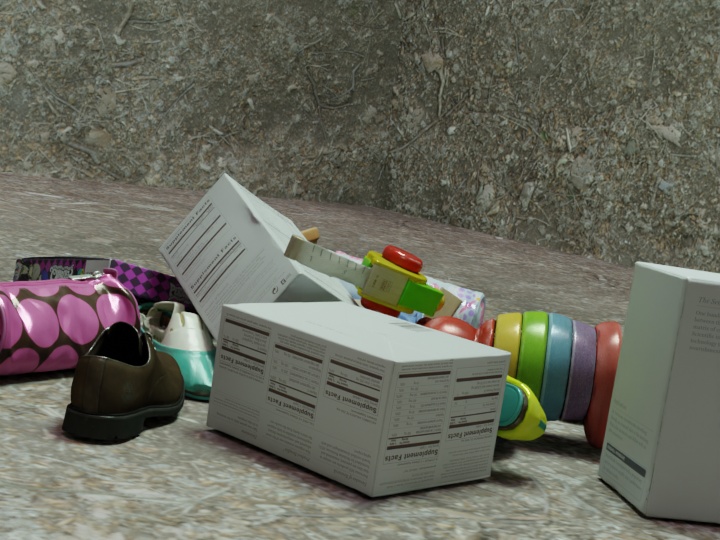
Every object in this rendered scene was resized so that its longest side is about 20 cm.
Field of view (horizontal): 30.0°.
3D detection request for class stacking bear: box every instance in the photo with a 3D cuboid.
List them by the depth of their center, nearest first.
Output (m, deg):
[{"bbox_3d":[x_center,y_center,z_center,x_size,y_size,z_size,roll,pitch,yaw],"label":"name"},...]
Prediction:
[{"bbox_3d":[0.148,0.092,1.309,0.199,0.122,0.114,7,-28,5],"label":"stacking bear"}]

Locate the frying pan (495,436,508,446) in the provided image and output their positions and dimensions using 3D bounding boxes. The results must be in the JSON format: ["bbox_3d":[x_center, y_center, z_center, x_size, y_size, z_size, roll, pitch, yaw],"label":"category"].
[{"bbox_3d":[0.058,0.136,1.261,0.189,0.031,0.115,8,5,18],"label":"frying pan"}]

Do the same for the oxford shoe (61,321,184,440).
[{"bbox_3d":[-0.190,0.085,1.142,0.072,0.085,0.200,8,5,5],"label":"oxford shoe"}]

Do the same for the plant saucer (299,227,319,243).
[{"bbox_3d":[-0.140,-0.002,1.631,0.199,0.038,0.200,-21,1,0],"label":"plant saucer"}]

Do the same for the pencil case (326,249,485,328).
[{"bbox_3d":[0.038,0.042,1.479,0.199,0.083,0.091,14,-34,11],"label":"pencil case"}]

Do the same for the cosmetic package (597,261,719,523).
[{"bbox_3d":[0.331,0.108,1.157,0.198,0.201,0.123,8,7,-11],"label":"cosmetic package"}]

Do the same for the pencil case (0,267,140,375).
[{"bbox_3d":[-0.298,0.047,1.258,0.090,0.094,0.200,13,8,28],"label":"pencil case"}]

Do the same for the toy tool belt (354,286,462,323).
[{"bbox_3d":[0.001,0.064,1.397,0.199,0.124,0.125,10,6,11],"label":"toy tool belt"}]

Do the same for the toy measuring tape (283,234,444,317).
[{"bbox_3d":[0.000,0.000,1.294,0.199,0.074,0.073,21,-1,-34],"label":"toy measuring tape"}]

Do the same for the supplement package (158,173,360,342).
[{"bbox_3d":[-0.100,0.013,1.345,0.114,0.110,0.200,36,10,-41],"label":"supplement package"}]

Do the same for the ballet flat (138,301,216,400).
[{"bbox_3d":[-0.184,0.069,1.322,0.067,0.071,0.200,5,8,-30],"label":"ballet flat"}]

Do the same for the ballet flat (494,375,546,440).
[{"bbox_3d":[0.084,0.110,1.206,0.200,0.067,0.067,18,-8,41],"label":"ballet flat"}]

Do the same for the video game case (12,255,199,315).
[{"bbox_3d":[-0.250,0.024,1.479,0.181,0.036,0.200,0,-13,44],"label":"video game case"}]

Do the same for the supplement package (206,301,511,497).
[{"bbox_3d":[-0.003,0.101,1.131,0.200,0.111,0.155,16,10,41],"label":"supplement package"}]
